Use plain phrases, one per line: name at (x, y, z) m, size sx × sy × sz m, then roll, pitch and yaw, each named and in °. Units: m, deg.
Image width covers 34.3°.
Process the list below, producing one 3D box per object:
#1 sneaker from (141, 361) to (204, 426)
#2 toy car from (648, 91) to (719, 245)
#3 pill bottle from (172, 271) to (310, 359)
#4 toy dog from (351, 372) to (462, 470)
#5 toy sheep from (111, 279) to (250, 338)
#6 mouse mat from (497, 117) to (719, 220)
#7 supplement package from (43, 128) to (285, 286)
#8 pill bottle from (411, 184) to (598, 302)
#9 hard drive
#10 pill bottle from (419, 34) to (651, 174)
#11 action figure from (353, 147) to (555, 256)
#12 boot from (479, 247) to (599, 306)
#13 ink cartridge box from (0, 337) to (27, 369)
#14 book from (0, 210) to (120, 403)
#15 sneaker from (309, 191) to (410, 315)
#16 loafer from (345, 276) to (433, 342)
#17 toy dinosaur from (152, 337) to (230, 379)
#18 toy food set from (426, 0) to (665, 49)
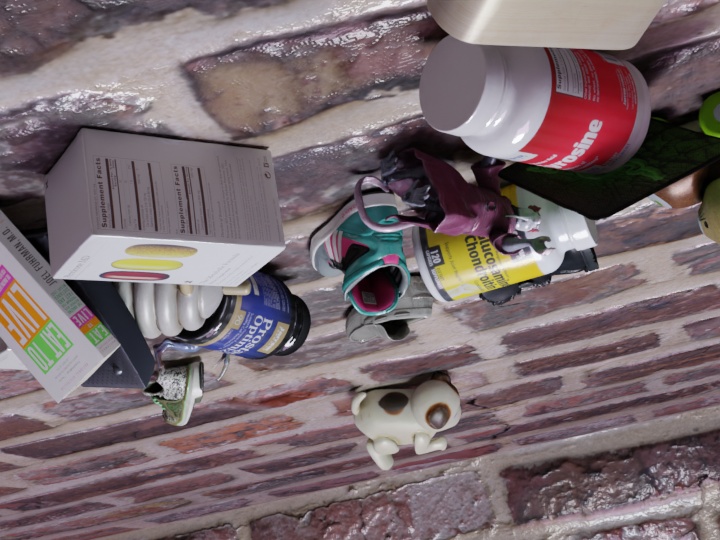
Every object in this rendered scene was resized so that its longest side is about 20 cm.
sneaker at (-0.309, 0.192, 1.881) m, size 0.089 × 0.077 × 0.200 m, roll 10°, pitch 150°, yaw -16°
toy car at (0.392, -0.066, 1.272) m, size 0.158 × 0.200 × 0.164 m, roll -19°, pitch 159°, yaw 23°
pill bottle at (-0.150, 0.051, 1.467) m, size 0.112 × 0.112 × 0.200 m, roll -20°, pitch 159°, yaw 26°
toy dog at (0.100, 0.264, 2.218) m, size 0.200 × 0.140 × 0.194 m, roll -20°, pitch 122°, yaw 30°
toy sheep at (-0.222, 0.012, 1.295) m, size 0.200 × 0.138 × 0.138 m, roll 8°, pitch 162°, yaw 5°
mouse mat at (0.240, -0.106, 1.127) m, size 0.161 × 0.008 × 0.200 m, roll -27°, pitch -156°, yaw -12°
supplement package at (-0.192, -0.056, 1.138) m, size 0.200 × 0.110 × 0.114 m, roll 3°, pitch 157°, yaw -33°
pill bottle at (0.169, -0.040, 1.368) m, size 0.200 × 0.112 × 0.112 m, roll -17°, pitch 160°, yaw 19°
hard drive at (-0.306, 0.039, 1.250) m, size 0.135 × 0.200 × 0.042 m, roll -5°, pitch -147°, yaw 43°
pill bottle at (0.155, -0.151, 1.041) m, size 0.200 × 0.112 × 0.112 m, roll 5°, pitch 156°, yaw -37°
action figure at (0.116, -0.058, 1.247) m, size 0.200 × 0.134 × 0.149 m, roll 14°, pitch 148°, yaw -37°
boot at (0.220, -0.015, 1.520) m, size 0.168 × 0.076 × 0.200 m, roll -18°, pitch 166°, yaw 11°
ink cartridge box at (-0.345, 0.056, 1.372) m, size 0.200 × 0.116 × 0.067 m, roll 9°, pitch 153°, yaw -45°
book at (-0.343, 0.030, 1.208) m, size 0.048 × 0.200 × 0.134 m, roll -44°, pitch -177°, yaw -39°
sneaker at (0.000, 0.000, 1.382) m, size 0.084 × 0.121 × 0.200 m, roll -3°, pitch 160°, yaw -22°
loafer at (0.039, 0.071, 1.683) m, size 0.070 × 0.070 × 0.200 m, roll 1°, pitch 158°, yaw -29°
toy dinosaur at (-0.188, 0.079, 1.555) m, size 0.181 × 0.105 × 0.200 m, roll -16°, pitch 157°, yaw -12°
toy food set at (0.165, -0.241, 0.893) m, size 0.200 × 0.060 × 0.144 m, roll -3°, pitch 148°, yaw -23°
